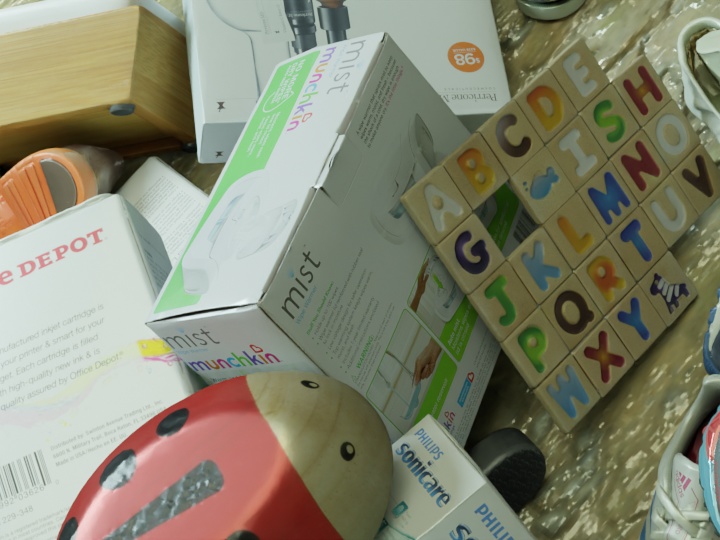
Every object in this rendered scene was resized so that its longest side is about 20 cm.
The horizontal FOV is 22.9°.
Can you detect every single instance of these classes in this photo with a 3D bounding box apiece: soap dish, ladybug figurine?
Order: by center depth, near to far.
[{"bbox_3d":[-0.078,0.124,0.886,0.200,0.072,0.136,-38,62,2],"label":"ladybug figurine"},{"bbox_3d":[-0.206,-0.119,1.201,0.200,0.157,0.081,-9,78,16],"label":"soap dish"}]

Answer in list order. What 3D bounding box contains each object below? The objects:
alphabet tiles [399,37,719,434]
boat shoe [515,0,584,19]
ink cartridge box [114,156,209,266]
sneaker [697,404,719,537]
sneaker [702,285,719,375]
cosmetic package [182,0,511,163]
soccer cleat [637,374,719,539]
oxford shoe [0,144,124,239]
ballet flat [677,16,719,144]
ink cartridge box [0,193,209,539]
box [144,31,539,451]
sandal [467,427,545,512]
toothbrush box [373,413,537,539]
[{"bbox_3d":[0.133,-0.032,1.033,0.200,0.167,0.008,-42,14,-28],"label":"alphabet tiles"},{"bbox_3d":[0.146,-0.268,1.197,0.072,0.060,0.202,10,68,24],"label":"boat shoe"},{"bbox_3d":[-0.152,0.037,1.132,0.200,0.045,0.176,-47,42,-7],"label":"ink cartridge box"},{"bbox_3d":[0.232,0.056,0.900,0.079,0.096,0.200,21,73,2],"label":"sneaker"},{"bbox_3d":[0.276,-0.006,1.009,0.200,0.077,0.085,-46,63,-6],"label":"sneaker"},{"bbox_3d":[-0.012,-0.147,1.154,0.200,0.052,0.151,-3,62,-11],"label":"cosmetic package"},{"bbox_3d":[0.174,0.149,0.958,0.070,0.086,0.200,11,69,25],"label":"soccer cleat"},{"bbox_3d":[-0.241,-0.028,1.213,0.200,0.073,0.071,-23,94,30],"label":"oxford shoe"},{"bbox_3d":[0.231,-0.098,1.027,0.069,0.069,0.200,-32,28,2],"label":"ballet flat"},{"bbox_3d":[-0.158,0.079,1.007,0.147,0.086,0.200,-23,68,5],"label":"ink cartridge box"},{"bbox_3d":[0.000,0.000,1.010,0.097,0.176,0.200,-10,45,42],"label":"box"},{"bbox_3d":[0.019,0.160,1.023,0.200,0.076,0.043,-36,51,-12],"label":"sandal"},{"bbox_3d":[0.013,0.201,0.944,0.200,0.146,0.085,-40,29,-1],"label":"toothbrush box"}]
